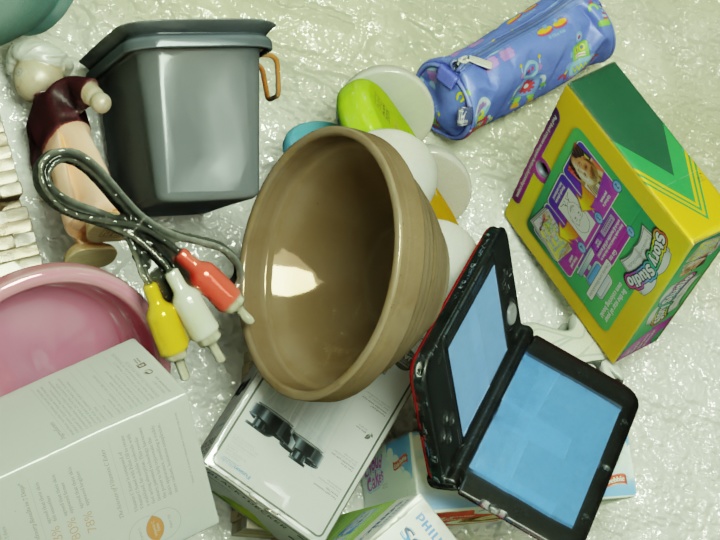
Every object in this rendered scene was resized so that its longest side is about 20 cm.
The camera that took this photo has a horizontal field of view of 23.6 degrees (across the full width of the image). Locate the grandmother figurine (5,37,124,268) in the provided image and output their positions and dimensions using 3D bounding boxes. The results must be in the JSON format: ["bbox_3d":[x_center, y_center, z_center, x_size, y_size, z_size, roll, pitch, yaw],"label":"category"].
[{"bbox_3d":[-0.234,-0.104,1.364,0.060,0.121,0.201,9,47,-49],"label":"grandmother figurine"}]

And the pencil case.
[{"bbox_3d":[0.139,-0.189,1.548,0.199,0.087,0.078,-30,64,-26],"label":"pencil case"}]

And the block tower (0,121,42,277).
[{"bbox_3d":[-0.293,-0.048,1.348,0.054,0.058,0.201,-14,84,-23],"label":"block tower"}]

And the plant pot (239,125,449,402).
[{"bbox_3d":[0.000,0.000,1.279,0.092,0.200,0.202,10,72,-38],"label":"plant pot"}]

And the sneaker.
[{"bbox_3d":[0.131,0.092,1.487,0.199,0.075,0.081,-13,74,-32],"label":"sneaker"}]

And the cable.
[{"bbox_3d":[-0.151,-0.021,1.269,0.097,0.050,0.200,-42,113,-17],"label":"cable"}]

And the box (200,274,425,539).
[{"bbox_3d":[-0.036,0.106,1.357,0.116,0.060,0.201,35,66,-10],"label":"box"}]

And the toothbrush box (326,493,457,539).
[{"bbox_3d":[0.025,0.262,1.325,0.086,0.200,0.146,-39,94,-26],"label":"toothbrush box"}]

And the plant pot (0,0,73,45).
[{"bbox_3d":[-0.299,-0.256,1.346,0.134,0.200,0.202,11,71,-46],"label":"plant pot"}]

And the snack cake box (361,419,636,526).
[{"bbox_3d":[0.113,0.170,1.430,0.199,0.115,0.068,-2,76,-23],"label":"snack cake box"}]

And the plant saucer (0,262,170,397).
[{"bbox_3d":[-0.243,0.083,1.302,0.200,0.051,0.202,-15,120,-27],"label":"plant saucer"}]

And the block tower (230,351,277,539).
[{"bbox_3d":[-0.068,0.124,1.403,0.057,0.054,0.201,7,74,-19],"label":"block tower"}]

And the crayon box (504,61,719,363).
[{"bbox_3d":[0.214,-0.045,1.454,0.058,0.200,0.173,-26,68,-25],"label":"crayon box"}]

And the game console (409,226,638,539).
[{"bbox_3d":[0.133,0.088,1.344,0.200,0.118,0.173,-57,144,-48],"label":"game console"}]

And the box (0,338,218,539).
[{"bbox_3d":[-0.221,0.157,1.257,0.199,0.097,0.125,-24,123,-22],"label":"box"}]

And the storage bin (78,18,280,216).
[{"bbox_3d":[-0.135,-0.115,1.368,0.145,0.200,0.135,-4,89,-21],"label":"storage bin"}]

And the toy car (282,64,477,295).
[{"bbox_3d":[0.008,-0.059,1.428,0.175,0.149,0.201,-90,155,-56],"label":"toy car"}]
